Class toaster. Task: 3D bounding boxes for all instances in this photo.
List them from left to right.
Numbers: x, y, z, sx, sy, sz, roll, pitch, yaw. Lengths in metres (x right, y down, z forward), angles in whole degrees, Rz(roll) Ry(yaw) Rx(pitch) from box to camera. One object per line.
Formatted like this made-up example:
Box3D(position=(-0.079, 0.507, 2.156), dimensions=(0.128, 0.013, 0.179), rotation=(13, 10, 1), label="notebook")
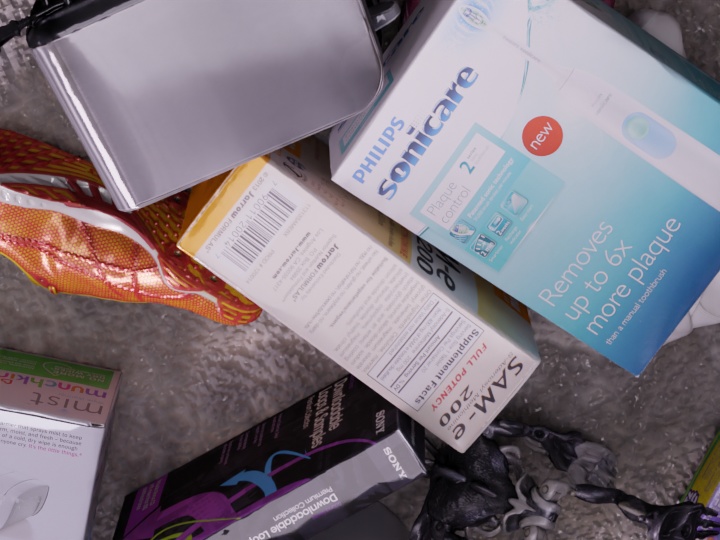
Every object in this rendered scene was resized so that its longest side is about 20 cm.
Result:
Box3D(position=(-0.081, -0.132, 1.170), dimensions=(0.199, 0.181, 0.119), rotation=(-23, 108, 7), label="toaster")

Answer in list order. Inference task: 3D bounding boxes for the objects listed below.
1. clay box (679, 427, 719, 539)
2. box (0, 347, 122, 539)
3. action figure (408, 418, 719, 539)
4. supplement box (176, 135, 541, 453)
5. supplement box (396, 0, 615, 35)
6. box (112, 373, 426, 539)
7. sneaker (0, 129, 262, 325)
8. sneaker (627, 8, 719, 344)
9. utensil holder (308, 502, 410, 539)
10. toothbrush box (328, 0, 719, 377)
Box3D(position=(0.243, 0.177, 1.338), dimensions=(0.115, 0.048, 0.200), rotation=(23, 106, -10), label="clay box")
Box3D(position=(-0.257, 0.134, 1.304), dimensions=(0.199, 0.097, 0.177), rotation=(11, 107, -3), label="box")
Box3D(position=(0.106, 0.145, 1.294), dimensions=(0.102, 0.200, 0.119), rotation=(36, 79, -47), label="action figure")
Box3D(position=(0.000, 0.000, 1.242), dimensions=(0.200, 0.126, 0.074), rotation=(36, 104, -11), label="supplement box")
Box3D(position=(0.080, -0.148, 1.213), dimensions=(0.110, 0.086, 0.201), rotation=(10, 108, -3), label="supplement box")
Box3D(position=(-0.054, 0.124, 1.275), dimensions=(0.200, 0.143, 0.036), rotation=(-28, 105, 9), label="box")
Box3D(position=(-0.149, -0.016, 1.279), dimensions=(0.199, 0.073, 0.077), rotation=(24, 129, -3), label="sneaker")
Box3D(position=(0.192, -0.059, 1.255), dimensions=(0.099, 0.078, 0.201), rotation=(-12, 117, -2), label="sneaker")
Box3D(position=(-0.037, 0.232, 1.280), dimensions=(0.169, 0.200, 0.171), rotation=(0, 108, 0), label="utensil holder")
Box3D(position=(0.103, -0.065, 1.151), dimensions=(0.200, 0.085, 0.147), rotation=(34, 104, -12), label="toothbrush box")
